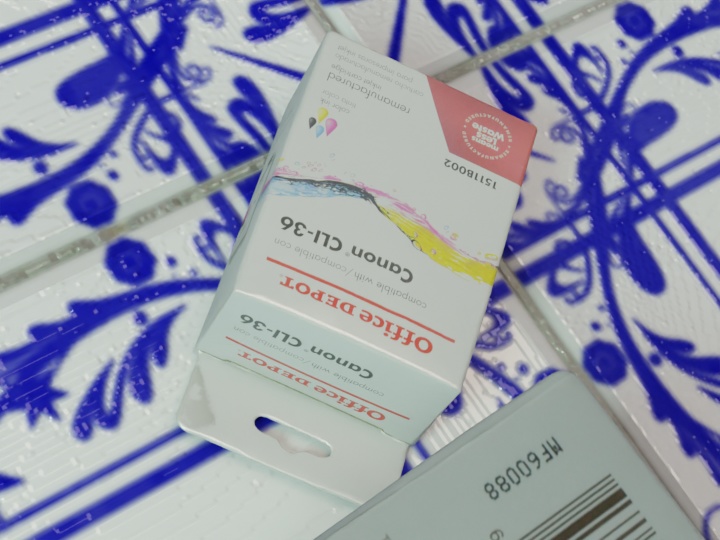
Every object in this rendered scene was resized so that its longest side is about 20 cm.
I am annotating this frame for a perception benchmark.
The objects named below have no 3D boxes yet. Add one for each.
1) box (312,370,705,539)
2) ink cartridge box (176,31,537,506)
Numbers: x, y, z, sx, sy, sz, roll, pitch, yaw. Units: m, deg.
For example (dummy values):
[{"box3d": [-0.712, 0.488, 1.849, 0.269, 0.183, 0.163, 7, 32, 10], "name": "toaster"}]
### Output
[{"box3d": [0.044, 0.190, 0.786, 0.200, 0.171, 0.199, -30, 77, -31], "name": "box"}, {"box3d": [0.000, 0.000, 0.935, 0.116, 0.068, 0.200, 23, 57, -8], "name": "ink cartridge box"}]
